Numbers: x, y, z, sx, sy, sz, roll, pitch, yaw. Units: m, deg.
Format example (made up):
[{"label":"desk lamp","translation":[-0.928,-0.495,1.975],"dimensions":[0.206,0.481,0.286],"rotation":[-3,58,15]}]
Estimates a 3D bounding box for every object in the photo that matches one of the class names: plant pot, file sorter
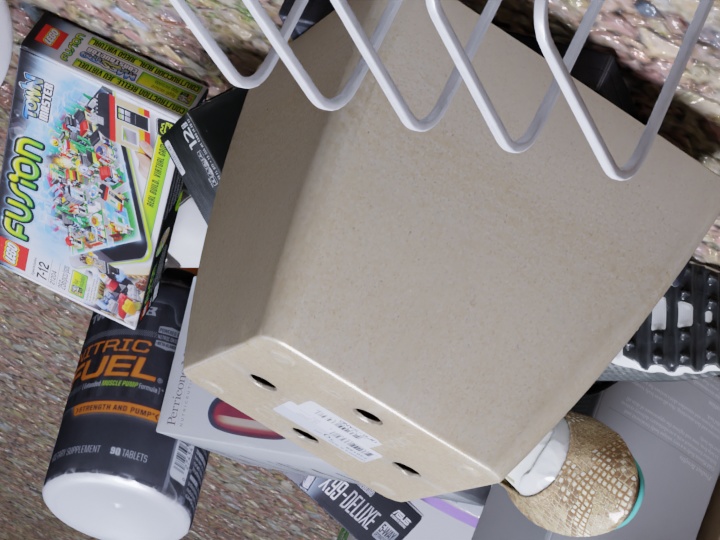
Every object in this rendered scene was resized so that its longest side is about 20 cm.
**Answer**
[{"label":"plant pot","translation":[0.025,0.001,1.106],"dimensions":[0.199,0.177,0.200],"rotation":[32,159,-14]},{"label":"file sorter","translation":[0.029,-0.133,0.905],"dimensions":[0.199,0.125,0.139],"rotation":[15,158,31]}]

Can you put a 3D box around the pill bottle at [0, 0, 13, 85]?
[{"label":"pill bottle","translation":[-0.300,-0.136,1.349],"dimensions":[0.111,0.111,0.200],"rotation":[38,158,-32]}]

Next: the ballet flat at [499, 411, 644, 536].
[{"label":"ballet flat","translation":[0.088,0.099,1.296],"dimensions":[0.065,0.071,0.200],"rotation":[27,178,-26]}]

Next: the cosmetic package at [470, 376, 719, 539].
[{"label":"cosmetic package","translation":[0.142,0.139,1.354],"dimensions":[0.107,0.200,0.090],"rotation":[35,160,-24]}]

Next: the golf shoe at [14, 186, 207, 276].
[{"label":"golf shoe","translation":[-0.152,-0.015,1.504],"dimensions":[0.199,0.095,0.078],"rotation":[11,155,34]}]

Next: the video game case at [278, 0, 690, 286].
[{"label":"video game case","translation":[0.069,-0.068,1.176],"dimensions":[0.180,0.026,0.200],"rotation":[17,159,28]}]

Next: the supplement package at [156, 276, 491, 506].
[{"label":"supplement package","translation":[-0.015,0.078,1.478],"dimensions":[0.199,0.114,0.109],"rotation":[5,167,34]}]

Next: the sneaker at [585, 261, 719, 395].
[{"label":"sneaker","translation":[0.139,0.035,1.273],"dimensions":[0.199,0.067,0.090],"rotation":[-2,164,19]}]

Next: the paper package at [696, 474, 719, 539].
[{"label":"paper package","translation":[0.224,0.208,1.444],"dimensions":[0.103,0.191,0.200],"rotation":[30,160,-12]}]

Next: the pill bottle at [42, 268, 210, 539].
[{"label":"pill bottle","translation":[-0.147,0.081,1.572],"dimensions":[0.106,0.201,0.106],"rotation":[9,148,5]}]

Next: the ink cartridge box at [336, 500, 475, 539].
[{"label":"ink cartridge box","translation":[0.072,0.232,1.872],"dimensions":[0.146,0.085,0.200],"rotation":[28,162,-6]}]

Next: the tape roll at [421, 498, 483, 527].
[{"label":"tape roll","translation":[0.100,0.131,1.602],"dimensions":[0.199,0.066,0.200],"rotation":[23,161,8]}]

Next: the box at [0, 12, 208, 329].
[{"label":"box","translation":[-0.164,-0.057,1.386],"dimensions":[0.110,0.035,0.200],"rotation":[24,139,5]}]

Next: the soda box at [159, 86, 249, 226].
[{"label":"soda box","translation":[-0.030,-0.008,1.254],"dimensions":[0.200,0.071,0.063],"rotation":[62,158,0]}]

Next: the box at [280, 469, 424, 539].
[{"label":"box","translation":[-0.060,0.113,1.678],"dimensions":[0.200,0.050,0.158],"rotation":[40,175,45]}]
